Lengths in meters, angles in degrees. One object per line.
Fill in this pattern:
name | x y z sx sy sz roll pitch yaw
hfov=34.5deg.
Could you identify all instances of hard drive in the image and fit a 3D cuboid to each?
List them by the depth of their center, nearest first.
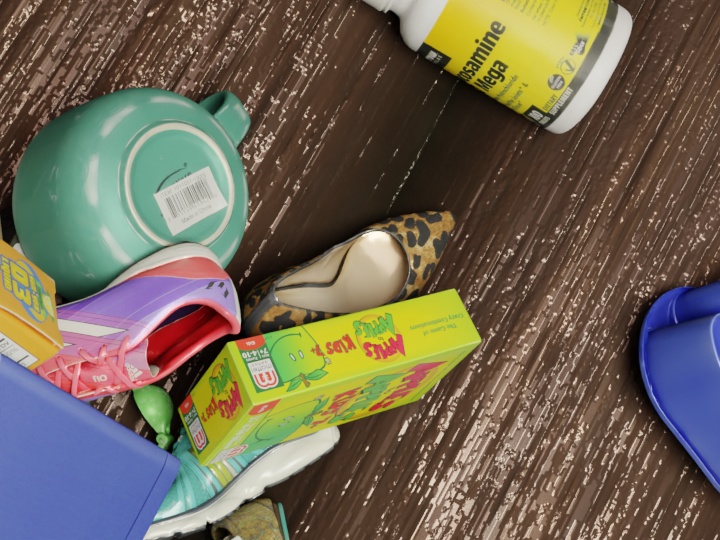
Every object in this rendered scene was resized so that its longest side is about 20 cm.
hard drive | -0.198 0.143 0.713 0.025 0.200 0.133 19 73 31

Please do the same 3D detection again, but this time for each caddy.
caddy | 0.310 0.098 0.933 0.141 0.105 0.201 -39 91 -34

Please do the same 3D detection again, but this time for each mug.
mug | -0.152 -0.067 0.831 0.151 0.114 0.187 21 73 -35

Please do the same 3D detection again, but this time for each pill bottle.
pill bottle | 0.104 -0.203 0.921 0.199 0.112 0.113 29 80 -5

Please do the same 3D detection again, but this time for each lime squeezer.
lime squeezer | -0.175 0.129 0.871 0.070 0.038 0.203 -2 85 -12

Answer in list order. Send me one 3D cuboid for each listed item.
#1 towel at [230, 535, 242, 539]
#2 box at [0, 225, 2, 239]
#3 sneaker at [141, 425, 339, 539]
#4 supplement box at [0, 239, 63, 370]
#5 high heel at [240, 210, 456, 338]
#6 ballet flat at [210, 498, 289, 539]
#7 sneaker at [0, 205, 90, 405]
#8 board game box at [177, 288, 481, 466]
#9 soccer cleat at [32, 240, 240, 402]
towel | -0.088 0.281 0.730 0.152 0.024 0.200 -33 50 -12
box | -0.293 -0.046 0.789 0.077 0.095 0.201 -14 52 -8
sneaker | -0.111 0.142 0.864 0.199 0.077 0.080 -30 89 -26
supplement box | -0.279 0.062 0.705 0.199 0.069 0.067 -31 47 8
high heel | 0.000 0.000 0.861 0.199 0.143 0.072 -35 79 -11
ballet flat | -0.065 0.246 0.816 0.070 0.201 0.071 -11 130 -13
sneaker | -0.246 0.057 0.846 0.121 0.083 0.202 47 39 -39
board game box | -0.020 0.074 0.831 0.198 0.102 0.048 -12 65 -36
soccer cleat | -0.170 0.055 0.746 0.199 0.073 0.069 -29 133 -9
